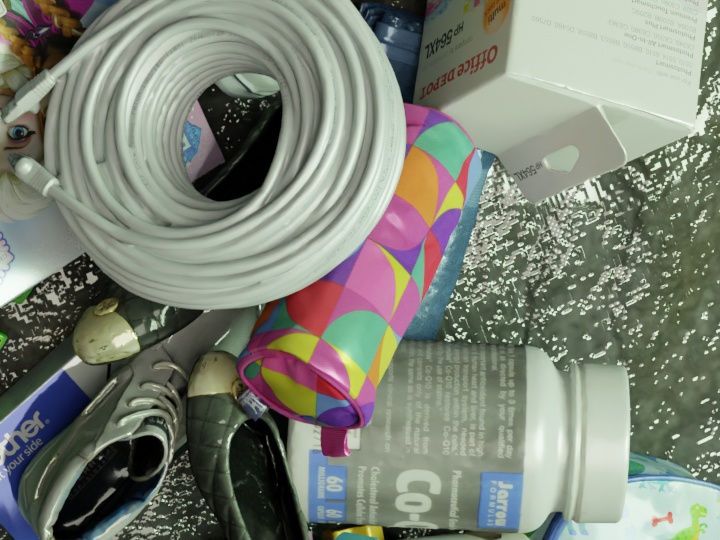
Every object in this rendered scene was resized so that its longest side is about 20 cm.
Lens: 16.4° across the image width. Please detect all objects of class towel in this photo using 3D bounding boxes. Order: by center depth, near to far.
[{"bbox_3d":[0.023,-0.055,1.529,0.111,0.049,0.201,15,97,-21],"label":"towel"}]

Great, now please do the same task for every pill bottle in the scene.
[{"bbox_3d":[0.058,0.099,1.500,0.199,0.114,0.114,3,103,2],"label":"pill bottle"}]

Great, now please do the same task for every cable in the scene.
[{"bbox_3d":[-0.073,-0.074,1.365,0.200,0.069,0.200,-44,68,5],"label":"cable"}]

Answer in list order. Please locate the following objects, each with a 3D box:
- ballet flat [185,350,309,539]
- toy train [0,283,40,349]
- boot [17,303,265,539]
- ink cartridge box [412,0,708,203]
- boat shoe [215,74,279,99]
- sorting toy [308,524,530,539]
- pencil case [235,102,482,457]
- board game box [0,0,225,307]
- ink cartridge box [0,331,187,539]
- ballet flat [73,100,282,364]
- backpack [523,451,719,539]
[{"bbox_3d":[-0.048,0.137,1.402,0.066,0.057,0.201,-7,75,-46],"label":"ballet flat"},{"bbox_3d":[-0.244,0.045,1.475,0.056,0.042,0.200,32,91,-31],"label":"toy train"},{"bbox_3d":[-0.115,0.085,1.444,0.074,0.096,0.200,41,88,-18],"label":"boot"},{"bbox_3d":[0.118,-0.150,1.454,0.125,0.128,0.201,15,72,-21],"label":"ink cartridge box"},{"bbox_3d":[-0.086,-0.188,1.440,0.200,0.065,0.074,53,49,-29],"label":"boat shoe"},{"bbox_3d":[0.008,0.195,1.530,0.180,0.200,0.107,-15,85,-17],"label":"sorting toy"},{"bbox_3d":[0.000,0.000,1.412,0.088,0.088,0.200,38,60,-21],"label":"pencil case"},{"bbox_3d":[-0.198,-0.101,1.419,0.200,0.041,0.200,-36,112,-28],"label":"board game box"},{"bbox_3d":[-0.146,0.079,1.510,0.200,0.044,0.094,-41,109,-4],"label":"ink cartridge box"},{"bbox_3d":[-0.096,-0.022,1.440,0.200,0.066,0.057,-46,132,-23],"label":"ballet flat"},{"bbox_3d":[0.170,0.221,1.588,0.183,0.147,0.201,11,94,-23],"label":"backpack"}]
